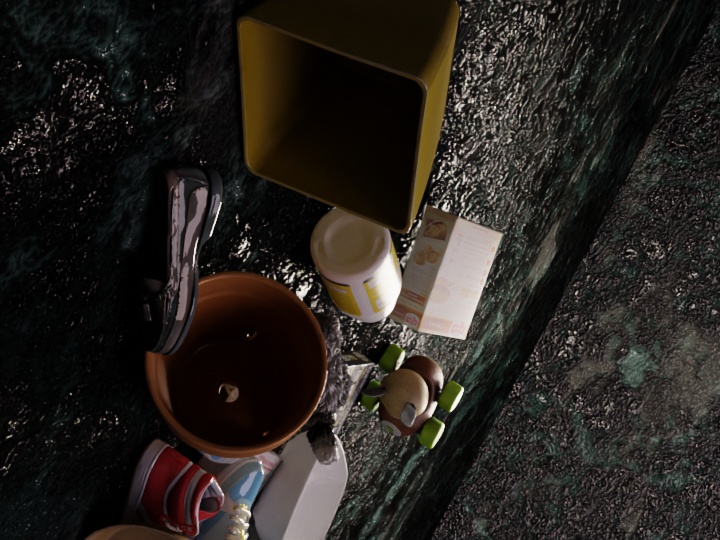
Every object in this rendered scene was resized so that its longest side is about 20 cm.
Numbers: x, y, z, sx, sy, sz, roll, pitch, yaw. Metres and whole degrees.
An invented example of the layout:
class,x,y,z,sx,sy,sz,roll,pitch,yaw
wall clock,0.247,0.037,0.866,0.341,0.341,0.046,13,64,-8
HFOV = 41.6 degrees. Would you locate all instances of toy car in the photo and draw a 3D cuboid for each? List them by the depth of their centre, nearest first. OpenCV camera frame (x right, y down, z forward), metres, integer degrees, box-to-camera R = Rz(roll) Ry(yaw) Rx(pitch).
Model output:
class,x,y,z,sx,sy,sz,roll,pitch,yaw
toy car,0.073,0.240,1.723,0.160,0.163,0.200,-63,164,11

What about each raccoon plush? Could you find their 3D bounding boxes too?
class,x,y,z,sx,sy,sz,roll,pitch,yaw
raccoon plush,-0.047,0.155,1.356,0.095,0.202,0.135,-15,144,-13

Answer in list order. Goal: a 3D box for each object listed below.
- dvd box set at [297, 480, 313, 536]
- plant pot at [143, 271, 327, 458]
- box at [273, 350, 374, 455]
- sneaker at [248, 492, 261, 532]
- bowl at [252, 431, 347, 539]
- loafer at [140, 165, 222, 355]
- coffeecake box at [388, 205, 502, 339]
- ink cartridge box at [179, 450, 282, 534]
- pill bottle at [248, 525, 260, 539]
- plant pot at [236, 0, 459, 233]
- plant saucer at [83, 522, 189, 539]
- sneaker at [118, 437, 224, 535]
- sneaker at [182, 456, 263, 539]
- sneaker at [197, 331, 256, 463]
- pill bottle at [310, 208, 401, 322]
class,x,y,z,sx,sy,sz,roll,pitch,yaw
dvd box set,-0.113,0.434,1.629,0.201,0.029,0.149,107,-6,-67
plant pot,-0.145,0.120,1.074,0.201,0.199,0.140,-48,175,-25
box,-0.064,0.234,1.587,0.202,0.049,0.161,-63,161,8
sneaker,-0.201,0.379,1.439,0.200,0.073,0.090,-51,161,-49
bowl,-0.096,0.352,1.457,0.201,0.074,0.202,79,34,-55
loafer,-0.196,-0.011,0.946,0.062,0.071,0.203,3,111,-45
coffeecake box,0.149,0.007,1.642,0.152,0.072,0.203,13,98,-51
ink cartridge box,-0.184,0.293,1.360,0.202,0.067,0.117,-56,158,-8
pill bottle,-0.199,0.506,1.550,0.109,0.108,0.203,-18,132,-60
plant pot,0.004,-0.196,0.983,0.177,0.197,0.202,-57,162,-37
plant saucer,-0.255,0.378,1.163,0.036,0.197,0.203,-69,178,-61
sneaker,-0.239,0.316,1.192,0.071,0.111,0.203,-47,159,-58
sneaker,-0.162,0.355,1.243,0.079,0.130,0.202,38,81,-48
sneaker,-0.157,0.158,1.249,0.072,0.071,0.203,23,90,-39
pill bottle,0.000,0.000,1.328,0.112,0.110,0.201,-53,159,-15
